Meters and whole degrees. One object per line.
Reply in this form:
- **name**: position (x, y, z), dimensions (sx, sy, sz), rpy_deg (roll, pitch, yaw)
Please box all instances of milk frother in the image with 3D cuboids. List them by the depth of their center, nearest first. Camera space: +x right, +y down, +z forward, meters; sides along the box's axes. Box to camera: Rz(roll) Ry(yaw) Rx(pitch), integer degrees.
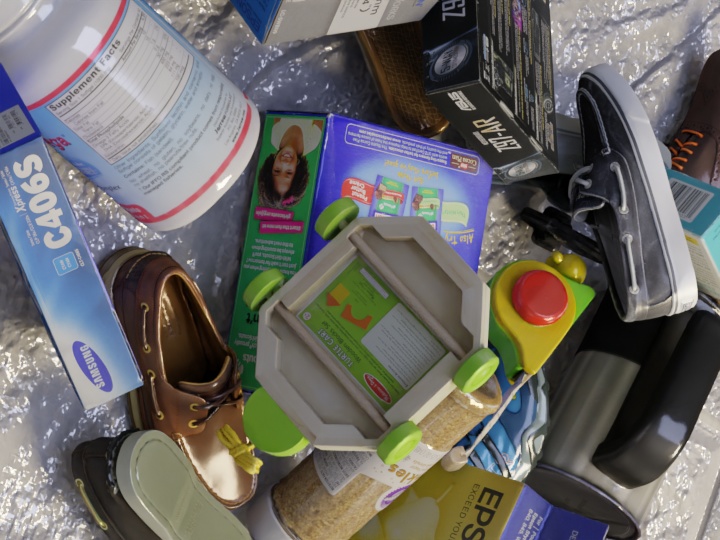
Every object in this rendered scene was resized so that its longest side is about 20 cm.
- **milk frother**: position (0.176, 0.075, 1.584), dimensions (0.199, 0.181, 0.189), rpy_deg (28, 70, 7)

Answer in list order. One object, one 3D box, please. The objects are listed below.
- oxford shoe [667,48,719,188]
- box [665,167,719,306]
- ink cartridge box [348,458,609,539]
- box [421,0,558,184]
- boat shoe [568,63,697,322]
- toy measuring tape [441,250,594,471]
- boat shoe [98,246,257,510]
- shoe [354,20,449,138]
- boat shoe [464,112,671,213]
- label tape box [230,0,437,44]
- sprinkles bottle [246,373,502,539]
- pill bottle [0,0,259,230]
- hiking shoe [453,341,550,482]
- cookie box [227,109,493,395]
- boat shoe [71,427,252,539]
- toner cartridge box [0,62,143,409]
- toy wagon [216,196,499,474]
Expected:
- **oxford shoe**: position (0.285, -0.093, 1.686), dimensions (0.072, 0.071, 0.201), rpy_deg (11, 88, -36)
- **box**: position (0.292, 0.010, 1.630), dimensions (0.049, 0.082, 0.200), rpy_deg (-47, 132, -15)
- **ink cartridge box**: position (0.046, 0.231, 1.427), dimensions (0.047, 0.199, 0.198), rpy_deg (47, 64, -49)
- **box**: position (0.093, -0.186, 1.455), dimensions (0.160, 0.043, 0.201), rpy_deg (39, 45, -58)
- **boat shoe**: position (0.188, -0.058, 1.507), dimensions (0.067, 0.072, 0.201), rpy_deg (-13, 78, -13)
- **toy measuring tape**: position (0.100, 0.054, 1.470), dimensions (0.200, 0.073, 0.074), rpy_deg (-50, 122, -27)
- **boat shoe**: position (-0.116, 0.079, 1.363), dimensions (0.072, 0.067, 0.201), rpy_deg (-34, 115, -33)
- **shoe**: position (0.020, -0.194, 1.470), dimensions (0.070, 0.053, 0.201), rpy_deg (-14, 99, 0)
- **boat shoe**: position (0.161, -0.079, 1.577), dimensions (0.200, 0.070, 0.072), rpy_deg (10, 74, -34)
- **label tape box**: position (-0.011, -0.232, 1.366), dimensions (0.199, 0.144, 0.063), rpy_deg (-14, 145, -34)
- **sprinkles bottle**: position (0.008, 0.129, 1.398), dimensions (0.068, 0.068, 0.200), rpy_deg (26, 120, -38)
- **pill bottle**: position (-0.165, -0.123, 1.276), dimensions (0.200, 0.108, 0.109), rpy_deg (42, 68, -30)
- **hiking shoe**: position (0.083, 0.140, 1.526), dimensions (0.086, 0.074, 0.201), rpy_deg (16, 87, -38)
- **cookie box**: position (0.000, 0.000, 1.448), dimensions (0.171, 0.075, 0.201), rpy_deg (12, 87, -41)
- **boat shoe**: position (-0.126, 0.183, 1.369), dimensions (0.202, 0.060, 0.072), rpy_deg (62, 38, -34)
- **toner cartridge box**: position (-0.193, -0.019, 1.233), dimensions (0.043, 0.095, 0.201), rpy_deg (-24, 130, -9)
- **toy wagon**: position (-0.011, 0.055, 1.332), dimensions (0.200, 0.155, 0.040), rpy_deg (-44, 160, 3)
